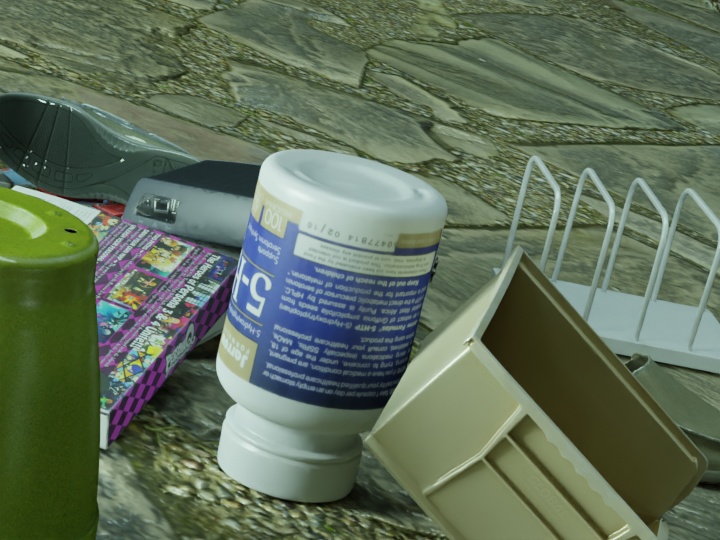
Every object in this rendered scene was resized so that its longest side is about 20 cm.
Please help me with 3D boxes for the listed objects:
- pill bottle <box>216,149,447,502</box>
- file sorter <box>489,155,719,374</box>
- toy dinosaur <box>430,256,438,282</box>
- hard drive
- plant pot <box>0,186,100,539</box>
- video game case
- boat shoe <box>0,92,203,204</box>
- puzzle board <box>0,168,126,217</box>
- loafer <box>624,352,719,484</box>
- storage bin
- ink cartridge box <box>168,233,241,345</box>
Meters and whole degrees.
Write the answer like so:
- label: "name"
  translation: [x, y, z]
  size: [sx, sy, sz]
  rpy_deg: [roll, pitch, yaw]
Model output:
- label: "pill bottle"
  translation: [-0.025, 0.036, 1.408]
  size: [0.119, 0.200, 0.120]
  rpy_deg: [13, 16, -4]
- label: "file sorter"
  translation: [0.229, -0.006, 1.888]
  size: [0.200, 0.125, 0.139]
  rpy_deg: [11, 17, -10]
- label: "toy dinosaur"
  translation: [0.000, 0.000, 1.767]
  size: [0.102, 0.077, 0.200]
  rpy_deg: [19, 19, -9]
- label: "hard drive"
  translation: [-0.067, -0.046, 1.732]
  size: [0.200, 0.042, 0.135]
  rpy_deg: [11, 15, 24]
- label: "plant pot"
  translation: [-0.218, 0.060, 1.189]
  size: [0.200, 0.193, 0.200]
  rpy_deg: [13, 17, -4]
- label: "video game case"
  translation: [-0.200, 0.025, 1.495]
  size: [0.181, 0.036, 0.200]
  rpy_deg: [18, 35, 14]
- label: "boat shoe"
  translation: [-0.212, -0.095, 1.862]
  size: [0.202, 0.075, 0.065]
  rpy_deg: [17, 10, -3]
- label: "puzzle board"
  translation: [-0.240, -0.062, 1.877]
  size: [0.151, 0.017, 0.200]
  rpy_deg: [25, 19, 32]
- label: "loafer"
  translation: [0.207, 0.098, 1.625]
  size: [0.200, 0.068, 0.076]
  rpy_deg: [16, 17, 5]
- label: "storage bin"
  translation: [0.113, 0.111, 1.328]
  size: [0.199, 0.094, 0.200]
  rpy_deg: [48, 17, -4]
- label: "ink cartridge box"
  translation: [-0.140, 0.015, 1.661]
  size: [0.200, 0.050, 0.161]
  rpy_deg: [7, 17, -29]
